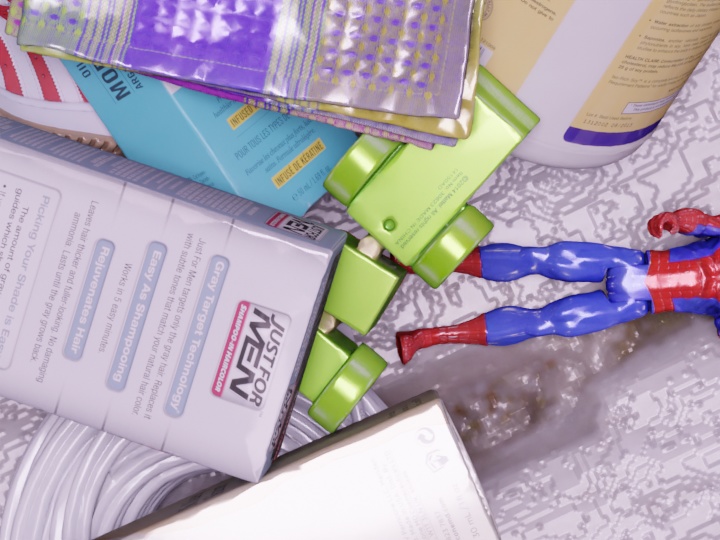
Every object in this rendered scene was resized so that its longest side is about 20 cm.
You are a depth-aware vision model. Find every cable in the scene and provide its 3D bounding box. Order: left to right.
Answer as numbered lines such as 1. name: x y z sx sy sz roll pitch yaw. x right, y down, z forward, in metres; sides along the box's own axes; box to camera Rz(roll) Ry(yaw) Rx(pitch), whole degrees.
1. cable: -0.064 0.127 1.211 0.199 0.069 0.201 -25 90 0

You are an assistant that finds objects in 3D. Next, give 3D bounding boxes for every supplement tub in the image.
1. supplement tub: 0.106 -0.159 1.138 0.145 0.146 0.200 32 125 0

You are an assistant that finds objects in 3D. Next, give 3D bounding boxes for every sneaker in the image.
1. sneaker: -0.162 -0.105 1.175 0.199 0.071 0.113 16 60 -34

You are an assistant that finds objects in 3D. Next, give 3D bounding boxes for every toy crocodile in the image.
1. toy crocodile: 0.000 0.000 1.130 0.067 0.062 0.200 37 100 2

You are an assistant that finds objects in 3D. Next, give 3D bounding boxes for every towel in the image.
1. towel: -0.038 -0.138 1.082 0.199 0.023 0.144 14 98 6

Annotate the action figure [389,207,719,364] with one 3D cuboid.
1. action figure: 0.116 0.008 1.202 0.199 0.099 0.066 -5 91 -3

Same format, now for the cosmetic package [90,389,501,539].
1. cosmetic package: -0.044 0.123 1.125 0.199 0.104 0.073 -23 90 -1

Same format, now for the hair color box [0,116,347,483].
1. hair color box: -0.116 0.003 1.081 0.199 0.061 0.099 19 99 4

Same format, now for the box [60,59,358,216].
1. box: -0.086 -0.106 1.160 0.200 0.049 0.082 56 46 -10
